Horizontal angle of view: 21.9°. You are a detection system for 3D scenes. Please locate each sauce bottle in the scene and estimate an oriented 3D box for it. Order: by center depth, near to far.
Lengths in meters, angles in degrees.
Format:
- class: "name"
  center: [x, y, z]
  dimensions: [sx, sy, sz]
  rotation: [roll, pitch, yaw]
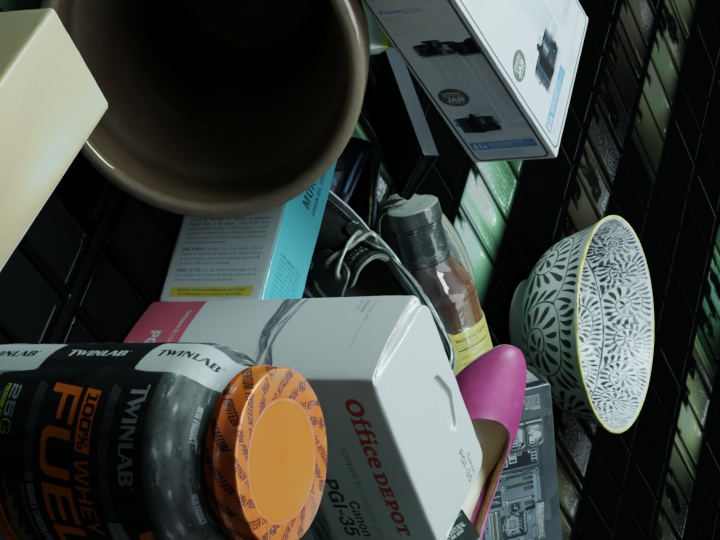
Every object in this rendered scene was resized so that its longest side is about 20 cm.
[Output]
- class: "sauce bottle"
  center: [0.063, 0.042, 1.393]
  dimensions: [0.066, 0.066, 0.201]
  rotation: [-42, 121, -54]

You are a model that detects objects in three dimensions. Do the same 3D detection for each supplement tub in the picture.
- class: "supplement tub"
  center: [-0.127, 0.101, 1.024]
  dimensions: [0.122, 0.199, 0.123]
  rotation: [8, 81, -61]

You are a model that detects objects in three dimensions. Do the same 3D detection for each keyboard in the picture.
- class: "keyboard"
  center: [0.019, -0.164, 1.348]
  dimensions: [0.127, 0.020, 0.201]
  rotation: [116, -42, -61]

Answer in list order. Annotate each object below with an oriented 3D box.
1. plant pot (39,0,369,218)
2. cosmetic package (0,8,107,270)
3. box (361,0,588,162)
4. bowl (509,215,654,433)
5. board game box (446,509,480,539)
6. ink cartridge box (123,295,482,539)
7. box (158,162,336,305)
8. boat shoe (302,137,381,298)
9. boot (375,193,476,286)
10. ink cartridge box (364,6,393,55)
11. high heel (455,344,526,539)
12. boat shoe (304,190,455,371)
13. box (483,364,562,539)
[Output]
- class: "plant pot"
  center: [-0.082, -0.157, 1.160]
  dimensions: [0.175, 0.199, 0.201]
  rotation: [-70, 149, -63]
- class: "cosmetic package"
  center: [-0.224, -0.044, 0.954]
  dimensions: [0.071, 0.105, 0.201]
  rotation: [64, 35, -37]
- class: "box"
  center: [0.069, -0.168, 1.143]
  dimensions: [0.200, 0.060, 0.117]
  rotation: [50, 48, -47]
- class: "bowl"
  center: [0.198, 0.050, 1.737]
  dimensions: [0.200, 0.094, 0.202]
  rotation: [4, 85, -62]
- class: "board game box"
  center: [-0.024, 0.235, 1.226]
  dimensions: [0.028, 0.200, 0.135]
  rotation: [55, 30, 6]
- class: "ink cartridge box"
  center: [-0.041, 0.096, 1.181]
  dimensions: [0.083, 0.199, 0.147]
  rotation: [-59, 138, -44]
- class: "box"
  center: [-0.068, -0.054, 1.264]
  dimensions: [0.049, 0.082, 0.201]
  rotation: [50, 47, -51]
- class: "boat shoe"
  center: [-0.018, -0.001, 1.366]
  dimensions: [0.084, 0.068, 0.201]
  rotation: [-2, 90, -61]
- class: "boot"
  center: [0.031, 0.056, 1.455]
  dimensions: [0.154, 0.073, 0.205]
  rotation: [-38, 121, -52]
- class: "ink cartridge box"
  center: [-0.002, -0.220, 1.276]
  dimensions: [0.048, 0.200, 0.147]
  rotation: [-13, 102, -30]
- class: "high heel"
  center: [0.075, 0.153, 1.281]
  dimensions: [0.067, 0.096, 0.201]
  rotation: [25, 99, -25]
- class: "boat shoe"
  center: [0.000, 0.000, 1.298]
  dimensions: [0.200, 0.071, 0.072]
  rotation: [45, 70, 3]
- class: "box"
  center: [0.047, 0.167, 1.360]
  dimensions: [0.051, 0.199, 0.159]
  rotation: [-138, -141, -67]
